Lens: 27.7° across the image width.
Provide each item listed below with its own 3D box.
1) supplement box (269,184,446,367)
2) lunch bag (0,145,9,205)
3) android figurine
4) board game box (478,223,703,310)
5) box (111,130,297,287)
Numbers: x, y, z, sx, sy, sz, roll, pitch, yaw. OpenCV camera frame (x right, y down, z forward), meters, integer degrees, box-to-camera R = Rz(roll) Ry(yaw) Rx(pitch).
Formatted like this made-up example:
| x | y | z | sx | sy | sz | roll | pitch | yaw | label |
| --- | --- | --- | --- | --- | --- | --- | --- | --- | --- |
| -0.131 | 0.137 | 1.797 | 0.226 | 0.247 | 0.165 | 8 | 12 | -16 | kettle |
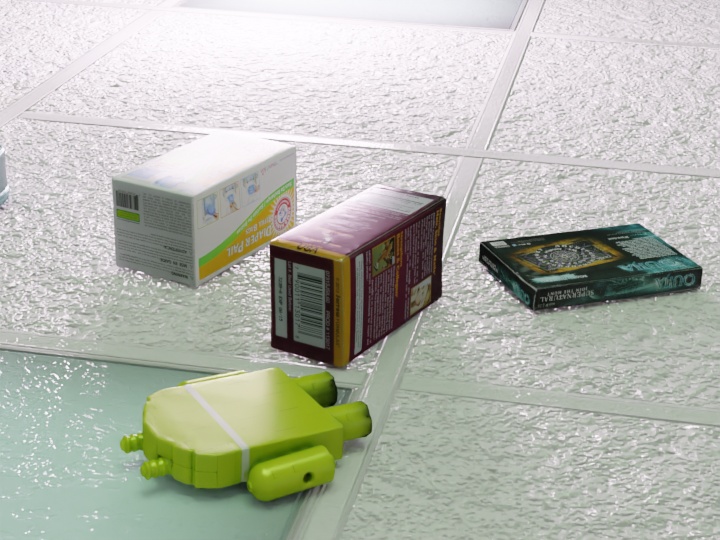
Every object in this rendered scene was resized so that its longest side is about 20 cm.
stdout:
| x | y | z | sx | sy | sz | roll | pitch | yaw | label |
| --- | --- | --- | --- | --- | --- | --- | --- | --- | --- |
| 0.000 | 0.000 | 1.423 | 0.085 | 0.111 | 0.200 | 14 | 26 | 28 | supplement box |
| -0.498 | -0.092 | 1.657 | 0.159 | 0.078 | 0.200 | 9 | 24 | 14 | lunch bag |
| -0.096 | 0.131 | 1.204 | 0.199 | 0.041 | 0.182 | -12 | 27 | -29 | android figurine |
| 0.243 | -0.005 | 1.552 | 0.198 | 0.028 | 0.135 | -7 | 25 | -19 | board game box |
| -0.165 | -0.072 | 1.594 | 0.112 | 0.102 | 0.200 | 13 | 26 | 27 | box |
